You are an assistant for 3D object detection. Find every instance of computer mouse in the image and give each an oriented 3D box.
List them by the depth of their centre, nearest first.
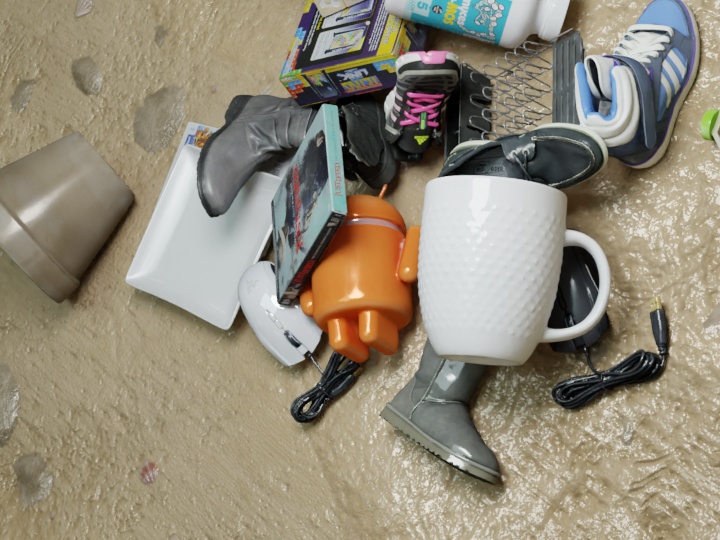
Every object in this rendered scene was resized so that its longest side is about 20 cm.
[{"bbox_3d":[0.244,0.034,1.509,0.140,0.046,0.201,-19,64,30],"label":"computer mouse"},{"bbox_3d":[-0.087,0.072,1.700,0.110,0.044,0.200,-44,68,13],"label":"computer mouse"}]

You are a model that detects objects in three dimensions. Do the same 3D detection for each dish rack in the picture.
[{"bbox_3d":[0.172,-0.178,1.593,0.200,0.054,0.154,-23,60,53],"label":"dish rack"}]

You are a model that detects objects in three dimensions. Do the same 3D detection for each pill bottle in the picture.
[{"bbox_3d":[0.134,-0.317,1.631,0.199,0.111,0.111,15,81,2],"label":"pill bottle"}]

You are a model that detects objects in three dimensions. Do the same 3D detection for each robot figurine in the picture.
[{"bbox_3d":[0.002,0.000,1.646,0.144,0.116,0.201,133,138,-58],"label":"robot figurine"}]

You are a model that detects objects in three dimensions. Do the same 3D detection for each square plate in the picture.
[{"bbox_3d":[-0.189,-0.044,1.824,0.200,0.028,0.199,22,87,37],"label":"square plate"}]

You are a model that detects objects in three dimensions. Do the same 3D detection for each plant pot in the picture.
[{"bbox_3d":[-0.403,-0.087,1.925,0.173,0.200,0.200,-42,53,-4],"label":"plant pot"}]

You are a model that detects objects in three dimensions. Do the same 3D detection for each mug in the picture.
[{"bbox_3d":[0.156,0.008,1.475,0.199,0.148,0.176,6,82,3],"label":"mug"}]

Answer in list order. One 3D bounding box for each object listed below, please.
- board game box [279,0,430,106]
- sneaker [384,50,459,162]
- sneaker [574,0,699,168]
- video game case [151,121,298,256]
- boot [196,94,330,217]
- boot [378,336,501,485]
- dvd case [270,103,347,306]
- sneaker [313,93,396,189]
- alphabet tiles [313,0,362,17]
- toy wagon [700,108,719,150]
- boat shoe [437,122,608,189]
[{"bbox_3d":[0.006,-0.301,1.751,0.165,0.057,0.200,-6,51,32],"label":"board game box"},{"bbox_3d":[0.069,-0.180,1.635,0.073,0.200,0.088,2,72,-10],"label":"sneaker"},{"bbox_3d":[0.284,-0.216,1.506,0.080,0.146,0.201,9,79,36],"label":"sneaker"},{"bbox_3d":[-0.174,-0.108,1.866,0.200,0.018,0.144,17,84,37],"label":"video game case"},{"bbox_3d":[-0.115,-0.151,1.764,0.131,0.070,0.200,-1,52,24],"label":"boot"},{"bbox_3d":[0.125,0.108,1.561,0.182,0.073,0.200,32,86,36],"label":"boot"},{"bbox_3d":[-0.061,-0.071,1.637,0.200,0.022,0.146,123,148,-53],"label":"dvd case"},{"bbox_3d":[-0.014,-0.167,1.702,0.060,0.104,0.200,-38,44,20],"label":"sneaker"},{"bbox_3d":[-0.018,-0.406,1.669,0.167,0.200,0.008,-19,31,22],"label":"alphabet tiles"},{"bbox_3d":[0.439,-0.185,1.457,0.155,0.040,0.201,18,84,37],"label":"toy wagon"},{"bbox_3d":[0.161,-0.107,1.511,0.199,0.075,0.066,3,30,39],"label":"boat shoe"}]
